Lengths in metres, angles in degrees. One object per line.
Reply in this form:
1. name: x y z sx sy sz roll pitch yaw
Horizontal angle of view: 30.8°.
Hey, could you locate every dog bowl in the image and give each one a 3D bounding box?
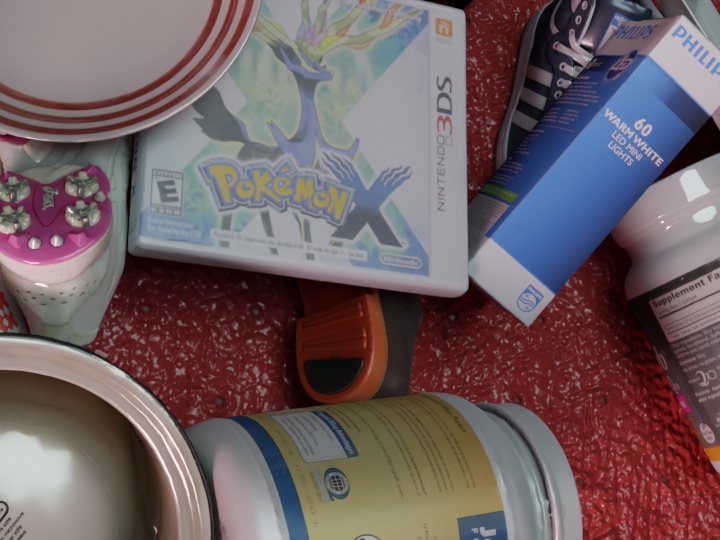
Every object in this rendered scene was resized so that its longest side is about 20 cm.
1. dog bowl: -0.175 0.127 0.634 0.200 0.074 0.200 -1 92 -16

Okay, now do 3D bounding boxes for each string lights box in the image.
1. string lights box: 0.137 -0.066 0.822 0.059 0.103 0.200 41 92 -12

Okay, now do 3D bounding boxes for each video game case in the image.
1. video game case: -0.029 -0.085 0.749 0.200 0.022 0.183 8 72 -23

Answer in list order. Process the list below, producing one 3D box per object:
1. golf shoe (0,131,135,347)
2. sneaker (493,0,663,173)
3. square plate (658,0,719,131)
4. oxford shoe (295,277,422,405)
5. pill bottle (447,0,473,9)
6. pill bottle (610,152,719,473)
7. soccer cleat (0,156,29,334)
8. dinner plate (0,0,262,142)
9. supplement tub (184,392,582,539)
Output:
1. golf shoe: -0.159 -0.038 0.705 0.075 0.092 0.200 0 37 -1
2. sneaker: 0.152 -0.119 0.897 0.070 0.108 0.200 18 65 -20
3. square plate: 0.278 -0.124 0.962 0.200 0.028 0.198 62 23 5
4. oxford shoe: 0.000 0.000 0.816 0.073 0.071 0.200 35 49 -48
5. pill bottle: 0.026 -0.276 0.887 0.200 0.112 0.112 43 59 -7
6. pill bottle: 0.252 0.029 0.893 0.116 0.116 0.200 -22 83 -31
7. soccer cleat: -0.213 -0.023 0.704 0.085 0.069 0.200 -33 84 -28
8. dinner plate: -0.151 -0.157 0.704 0.200 0.024 0.200 0 71 -1
9. supplement tub: 0.004 0.143 0.708 0.200 0.145 0.145 -4 74 -28
